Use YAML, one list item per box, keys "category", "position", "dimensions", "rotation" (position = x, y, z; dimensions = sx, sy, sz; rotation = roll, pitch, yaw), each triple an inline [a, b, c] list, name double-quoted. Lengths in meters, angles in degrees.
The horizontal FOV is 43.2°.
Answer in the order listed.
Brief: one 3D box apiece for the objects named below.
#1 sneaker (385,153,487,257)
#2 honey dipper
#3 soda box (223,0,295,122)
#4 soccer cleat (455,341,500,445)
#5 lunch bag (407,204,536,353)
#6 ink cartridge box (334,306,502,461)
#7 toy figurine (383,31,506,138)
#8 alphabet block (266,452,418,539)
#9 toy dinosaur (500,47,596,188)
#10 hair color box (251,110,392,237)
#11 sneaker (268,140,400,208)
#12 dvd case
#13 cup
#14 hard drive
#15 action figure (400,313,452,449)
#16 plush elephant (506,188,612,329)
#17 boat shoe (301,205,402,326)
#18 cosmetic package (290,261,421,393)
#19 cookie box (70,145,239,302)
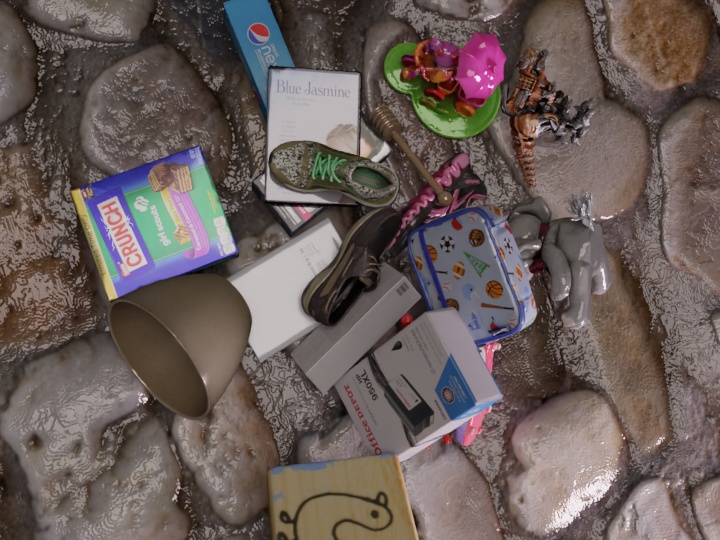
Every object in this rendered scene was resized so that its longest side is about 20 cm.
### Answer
- category: "sneaker"
  position: [0.118, -0.083, 1.391]
  dimensions: [0.200, 0.079, 0.095]
  rotation: [-46, 102, -8]
- category: "honey dipper"
  position: [0.076, -0.169, 1.365]
  dimensions: [0.038, 0.038, 0.201]
  rotation: [-28, 62, -9]
- category: "soda box"
  position: [-0.141, -0.314, 1.379]
  dimensions: [0.067, 0.064, 0.203]
  rotation: [-22, 88, -9]
- category: "soccer cleat"
  position: [0.164, 0.161, 1.378]
  dimensions: [0.075, 0.067, 0.203]
  rotation: [11, 87, 24]
- category: "lunch bag"
  position: [0.156, 0.016, 1.304]
  dimensions: [0.159, 0.075, 0.203]
  rotation: [-19, 90, 33]
- category: "ink cartridge box"
  position: [0.077, 0.168, 1.282]
  dimensions: [0.199, 0.084, 0.146]
  rotation: [-40, 70, 31]
- category: "toy figurine"
  position: [0.139, -0.305, 1.355]
  dimensions: [0.198, 0.184, 0.152]
  rotation: [26, 81, -3]
- category: "alphabet block"
  position: [-0.025, 0.393, 1.216]
  dimensions: [0.192, 0.201, 0.199]
  rotation: [-6, 127, -8]
- category: "toy dinosaur"
  position: [0.274, -0.238, 1.409]
  dimensions: [0.133, 0.103, 0.202]
  rotation: [-1, 126, -16]
- category: "hair color box"
  position: [-0.059, -0.154, 1.375]
  dimensions: [0.199, 0.061, 0.099]
  rotation: [-40, 91, -10]
- category: "sneaker"
  position: [-0.032, -0.144, 1.284]
  dimensions: [0.197, 0.089, 0.078]
  rotation: [11, 85, -9]
- category: "dvd case"
  position: [-0.069, -0.197, 1.337]
  dimensions: [0.140, 0.018, 0.204]
  rotation: [2, 86, -8]
- category: "cup"
  position: [-0.235, 0.086, 1.277]
  dimensions: [0.201, 0.200, 0.143]
  rotation: [49, 55, 0]
- category: "hard drive"
  position: [-0.100, 0.029, 1.368]
  dimensions: [0.198, 0.027, 0.133]
  rotation: [-31, 89, -10]
- category: "action figure"
  position: [0.089, 0.164, 1.368]
  dimensions: [0.064, 0.052, 0.203]
  rotation: [-9, 81, -13]
- category: "plush elephant"
  position: [0.280, -0.028, 1.371]
  dimensions: [0.165, 0.153, 0.203]
  rotation: [-47, 132, -47]
- category: "boat shoe"
  position: [0.000, 0.000, 1.317]
  dimensions: [0.201, 0.074, 0.073]
  rotation: [-52, 52, 5]
- category: "cosmetic package"
  position: [-0.007, 0.082, 1.334]
  dimensions: [0.200, 0.082, 0.051]
  rotation: [-44, 118, -4]
- category: "cookie box"
  position: [-0.298, -0.066, 1.327]
  dimensions: [0.197, 0.075, 0.174]
  rotation: [-21, 88, -8]
